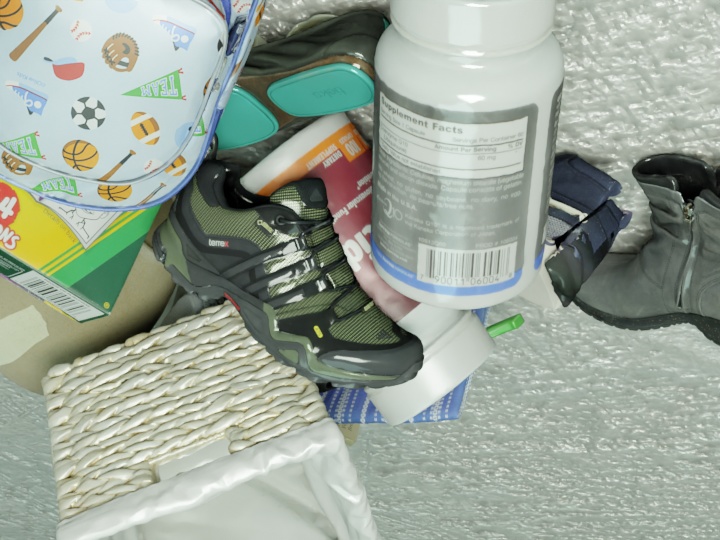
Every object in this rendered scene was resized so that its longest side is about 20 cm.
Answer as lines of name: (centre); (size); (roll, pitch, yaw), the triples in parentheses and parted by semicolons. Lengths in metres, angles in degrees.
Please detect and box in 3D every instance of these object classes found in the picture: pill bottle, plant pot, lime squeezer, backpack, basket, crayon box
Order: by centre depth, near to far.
backpack: (-0.153, -0.131, 0.814); (0.197, 0.155, 0.192); (19, 125, -6)
pill bottle: (0.062, -0.089, 0.817); (0.112, 0.114, 0.202); (9, 126, 10)
crayon box: (-0.224, -0.091, 0.920); (0.199, 0.174, 0.058); (34, 154, -26)
pill bottle: (0.000, 0.000, 0.961); (0.201, 0.114, 0.114); (53, 143, -2)
basket: (-0.101, 0.154, 0.970); (0.196, 0.162, 0.202); (-21, 135, -3)
plant pot: (-0.212, -0.022, 1.050); (0.133, 0.202, 0.200); (-27, 134, 23)
lime squeezer: (0.047, 0.065, 1.149); (0.038, 0.071, 0.199); (44, 151, -22)

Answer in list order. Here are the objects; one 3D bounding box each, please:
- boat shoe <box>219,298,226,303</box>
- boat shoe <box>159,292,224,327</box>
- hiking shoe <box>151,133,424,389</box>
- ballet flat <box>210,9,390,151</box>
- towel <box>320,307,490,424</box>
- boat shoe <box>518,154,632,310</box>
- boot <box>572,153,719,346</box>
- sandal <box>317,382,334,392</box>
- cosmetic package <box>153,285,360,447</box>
boat shoe: (-0.078, 0.000, 1.107); (0.091, 0.076, 0.200); (0, 160, 1)
boat shoe: (-0.146, 0.099, 1.054); (0.070, 0.073, 0.200); (22, 130, -28)
hiking shoe: (-0.038, -0.004, 0.869); (0.198, 0.076, 0.102); (31, 115, 8)
ballet flat: (-0.056, -0.127, 0.901); (0.198, 0.069, 0.068); (-7, 143, 34)
towel: (0.006, 0.062, 1.116); (0.197, 0.146, 0.024); (-5, 138, 29)
boat shoe: (0.102, -0.045, 0.972); (0.199, 0.093, 0.075); (29, 157, 44)
boot: (0.214, -0.024, 0.960); (0.199, 0.070, 0.133); (9, 132, 49)
sandal: (-0.010, 0.046, 1.062); (0.048, 0.200, 0.075); (47, 179, 31)
cosmetic package: (-0.093, 0.087, 1.243); (0.198, 0.105, 0.073); (22, 150, -15)
